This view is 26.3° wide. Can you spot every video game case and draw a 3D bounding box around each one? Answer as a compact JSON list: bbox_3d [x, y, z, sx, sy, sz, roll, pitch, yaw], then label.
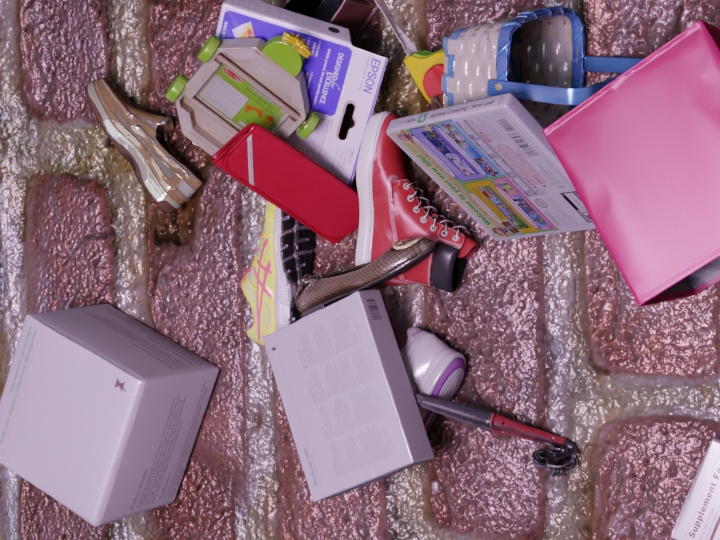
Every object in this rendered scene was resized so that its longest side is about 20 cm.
[{"bbox_3d":[0.150,-0.104,1.623,0.181,0.200,0.022,-7,50,49],"label":"video game case"}]

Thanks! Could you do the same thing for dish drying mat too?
[{"bbox_3d":[-0.075,-0.098,1.775,0.077,0.199,0.018,-39,37,23],"label":"dish drying mat"}]

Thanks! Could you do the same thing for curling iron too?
[{"bbox_3d":[0.150,0.176,1.714,0.198,0.050,0.026,24,131,6],"label":"curling iron"}]

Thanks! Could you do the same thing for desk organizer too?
[{"bbox_3d":[-0.074,-0.256,1.815,0.072,0.077,0.201,44,111,19],"label":"desk organizer"}]

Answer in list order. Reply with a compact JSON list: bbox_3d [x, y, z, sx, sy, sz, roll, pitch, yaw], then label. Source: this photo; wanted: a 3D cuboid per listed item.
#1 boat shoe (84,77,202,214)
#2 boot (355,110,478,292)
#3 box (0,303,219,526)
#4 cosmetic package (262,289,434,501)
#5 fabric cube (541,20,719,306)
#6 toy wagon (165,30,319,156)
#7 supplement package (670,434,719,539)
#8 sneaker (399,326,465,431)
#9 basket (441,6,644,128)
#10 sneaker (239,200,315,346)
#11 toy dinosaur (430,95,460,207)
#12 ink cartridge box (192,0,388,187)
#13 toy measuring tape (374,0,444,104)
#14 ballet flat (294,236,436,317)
[{"bbox_3d":[-0.267,-0.170,1.939,0.076,0.072,0.201,-38,83,10],"label":"boat shoe"},{"bbox_3d":[0.070,-0.079,1.756,0.143,0.072,0.202,7,104,27],"label":"boot"},{"bbox_3d":[-0.322,0.175,1.922,0.199,0.171,0.201,27,105,24],"label":"box"},{"bbox_3d":[-0.016,0.142,1.744,0.150,0.051,0.202,-24,77,31],"label":"cosmetic package"},{"bbox_3d":[0.335,-0.103,1.538,0.196,0.199,0.201,-35,76,25],"label":"fabric cube"},{"bbox_3d":[-0.119,-0.201,1.737,0.155,0.040,0.200,36,126,-15],"label":"toy wagon"},{"bbox_3d":[0.436,0.254,1.552,0.199,0.117,0.118,26,105,25],"label":"supplement package"},{"bbox_3d":[0.041,0.158,1.792,0.099,0.075,0.201,40,102,28],"label":"sneaker"},{"bbox_3d":[0.199,-0.206,1.624,0.199,0.175,0.141,7,108,42],"label":"basket"},{"bbox_3d":[-0.109,0.001,1.851,0.089,0.078,0.203,4,95,30],"label":"sneaker"},{"bbox_3d":[0.144,-0.111,1.706,0.199,0.061,0.106,36,144,-7],"label":"toy dinosaur"},{"bbox_3d":[-0.081,-0.202,1.779,0.198,0.044,0.199,19,128,0],"label":"ink cartridge box"},{"bbox_3d":[0.084,-0.248,1.729,0.073,0.073,0.201,-32,86,26],"label":"toy measuring tape"},{"bbox_3d":[0.000,0.000,1.745,0.199,0.067,0.047,-26,84,36],"label":"ballet flat"}]
